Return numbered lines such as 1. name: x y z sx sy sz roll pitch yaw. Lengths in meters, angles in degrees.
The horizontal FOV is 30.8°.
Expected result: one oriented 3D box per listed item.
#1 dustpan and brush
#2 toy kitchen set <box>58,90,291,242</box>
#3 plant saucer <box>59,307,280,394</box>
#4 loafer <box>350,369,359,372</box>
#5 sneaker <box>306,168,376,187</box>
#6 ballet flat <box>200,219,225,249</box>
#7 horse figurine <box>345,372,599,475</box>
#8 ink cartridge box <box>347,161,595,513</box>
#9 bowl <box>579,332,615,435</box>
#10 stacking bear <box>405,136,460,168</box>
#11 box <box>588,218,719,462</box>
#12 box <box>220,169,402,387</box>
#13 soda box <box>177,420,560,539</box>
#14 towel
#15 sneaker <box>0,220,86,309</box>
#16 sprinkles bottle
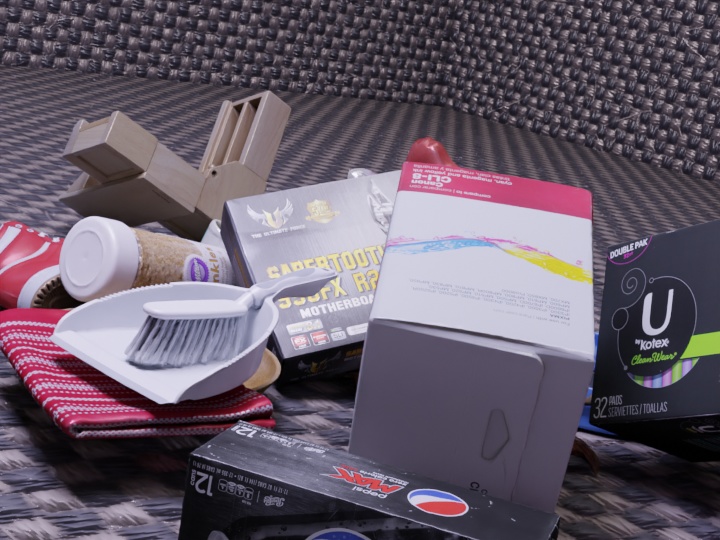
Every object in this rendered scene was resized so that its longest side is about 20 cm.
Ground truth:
1. dustpan and brush: -0.090 0.030 0.884 0.139 0.058 0.199 22 18 40
2. toy kitchen set: -0.220 -0.140 1.424 0.162 0.182 0.200 -9 -35 44
3. plant saucer: -0.159 0.074 0.963 0.198 0.036 0.200 9 13 -2
4. loafer: 0.001 0.032 1.176 0.062 0.073 0.200 0 20 18
5. sneaker: -0.045 -0.027 1.209 0.199 0.089 0.081 -31 2 10
6. ballet flat: -0.071 -0.014 1.352 0.198 0.070 0.069 10 12 -2
7. horse figurine: 0.097 0.099 1.015 0.132 0.050 0.199 -4 20 -36
8. ink cartridge box: 0.078 0.045 0.891 0.143 0.146 0.201 10 34 3
9. bowl: 0.208 0.097 1.147 0.198 0.040 0.201 10 12 -2
10. stacking bear: 0.032 -0.034 1.321 0.121 0.114 0.199 37 44 22
11. box: 0.285 0.051 0.948 0.124 0.150 0.199 21 -22 -31
12. box: 0.000 0.000 1.086 0.198 0.048 0.159 -10 59 -21
13. soda box: 0.003 0.145 0.712 0.198 0.064 0.071 13 13 17
14. towel: -0.158 0.064 0.875 0.143 0.023 0.200 1 16 -30
15. sneaker: -0.247 -0.002 1.146 0.112 0.072 0.199 21 19 30
16. sprinkles bottle: -0.159 0.005 1.105 0.068 0.069 0.199 20 3 37
